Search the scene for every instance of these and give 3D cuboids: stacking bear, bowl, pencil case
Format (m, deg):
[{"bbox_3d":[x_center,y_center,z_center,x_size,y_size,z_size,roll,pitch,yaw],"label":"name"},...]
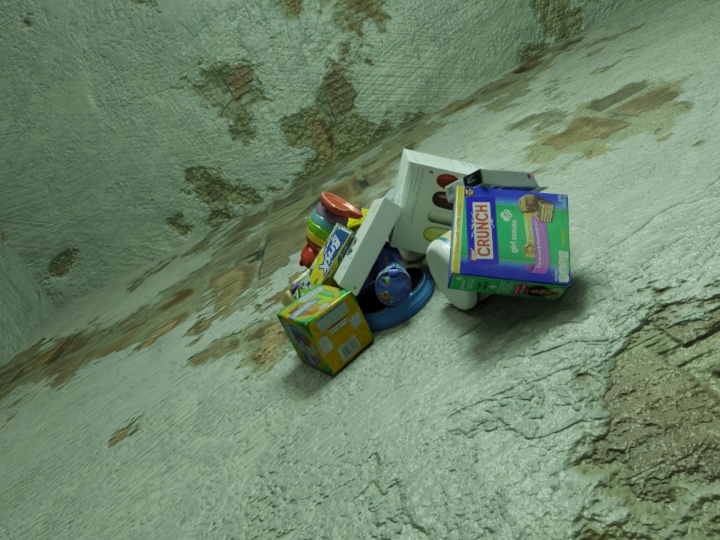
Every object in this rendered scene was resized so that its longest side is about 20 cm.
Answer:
[{"bbox_3d":[-0.097,-0.093,1.542,0.113,0.204,0.120,39,20,35],"label":"stacking bear"},{"bbox_3d":[0.067,0.058,1.278,0.196,0.040,0.202,-25,20,10],"label":"bowl"},{"bbox_3d":[0.061,-0.001,1.244,0.075,0.090,0.201,-5,21,-2],"label":"pencil case"}]

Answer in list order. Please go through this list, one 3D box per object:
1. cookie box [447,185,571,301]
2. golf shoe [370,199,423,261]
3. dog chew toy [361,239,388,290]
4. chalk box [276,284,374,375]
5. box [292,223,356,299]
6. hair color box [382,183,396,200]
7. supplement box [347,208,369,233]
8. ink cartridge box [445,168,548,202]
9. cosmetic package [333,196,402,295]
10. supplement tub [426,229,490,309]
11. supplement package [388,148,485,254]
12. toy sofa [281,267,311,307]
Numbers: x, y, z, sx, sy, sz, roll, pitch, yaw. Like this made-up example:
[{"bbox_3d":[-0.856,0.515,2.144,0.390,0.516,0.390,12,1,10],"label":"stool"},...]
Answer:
[{"bbox_3d":[0.254,-0.048,0.995,0.193,0.076,0.176,5,66,6],"label":"cookie box"},{"bbox_3d":[0.095,-0.120,1.458,0.074,0.092,0.201,-32,64,-18],"label":"golf shoe"},{"bbox_3d":[0.000,0.000,1.402,0.198,0.126,0.124,-38,20,-6],"label":"dog chew toy"},{"bbox_3d":[-0.085,0.115,1.212,0.123,0.126,0.198,-36,21,-24],"label":"chalk box"},{"bbox_3d":[-0.070,-0.001,1.337,0.070,0.064,0.203,30,89,48],"label":"box"},{"bbox_3d":[0.111,-0.185,1.730,0.059,0.101,0.201,-13,25,36],"label":"hair color box"},{"bbox_3d":[0.020,-0.095,1.616,0.107,0.112,0.199,-33,20,-17],"label":"supplement box"},{"bbox_3d":[0.261,-0.157,1.095,0.195,0.038,0.094,-2,-13,-37],"label":"ink cartridge box"},{"bbox_3d":[0.012,-0.054,1.232,0.204,0.051,0.151,-62,10,0],"label":"cosmetic package"},{"bbox_3d":[0.241,-0.034,1.112,0.197,0.148,0.144,-31,19,-12],"label":"supplement tub"},{"bbox_3d":[0.174,-0.146,1.294,0.193,0.197,0.148,10,21,-5],"label":"supplement package"},{"bbox_3d":[-0.098,0.034,1.446,0.199,0.083,0.098,-42,-6,-36],"label":"toy sofa"}]
